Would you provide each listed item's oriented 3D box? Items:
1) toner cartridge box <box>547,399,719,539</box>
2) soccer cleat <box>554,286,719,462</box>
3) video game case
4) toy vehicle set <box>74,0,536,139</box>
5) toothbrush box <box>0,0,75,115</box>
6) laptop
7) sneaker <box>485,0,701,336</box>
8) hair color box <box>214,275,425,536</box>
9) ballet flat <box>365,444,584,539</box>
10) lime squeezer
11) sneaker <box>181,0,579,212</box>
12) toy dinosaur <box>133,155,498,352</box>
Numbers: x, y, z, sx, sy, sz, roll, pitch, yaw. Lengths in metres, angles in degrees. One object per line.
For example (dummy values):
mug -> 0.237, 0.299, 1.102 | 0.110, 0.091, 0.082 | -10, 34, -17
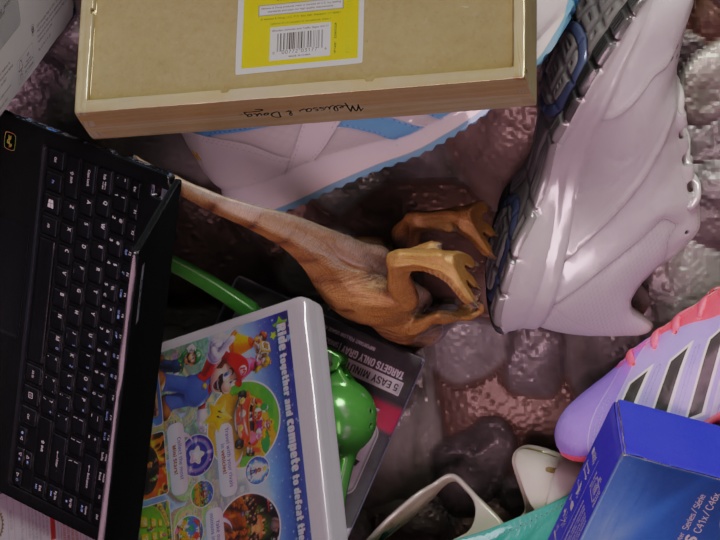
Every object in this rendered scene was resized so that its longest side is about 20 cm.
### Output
toner cartridge box -> 0.127, 0.159, 1.271 | 0.095, 0.043, 0.200 | 15, 122, -10
soccer cleat -> 0.174, 0.029, 1.253 | 0.200, 0.067, 0.077 | -22, 105, 19
video game case -> -0.096, 0.106, 1.229 | 0.200, 0.144, 0.018 | -18, 156, 29
toy vehicle set -> -0.023, -0.125, 1.183 | 0.199, 0.125, 0.027 | -3, 156, 13
toothbrush box -> -0.243, -0.126, 1.210 | 0.199, 0.147, 0.086 | 2, 117, 12
laptop -> -0.140, 0.041, 1.167 | 0.200, 0.103, 0.178 | 21, 110, 37
sneaker -> 0.117, -0.054, 1.226 | 0.087, 0.075, 0.200 | 11, 126, -8
hair color box -> -0.055, 0.115, 1.286 | 0.099, 0.061, 0.201 | 24, 83, -1
ballet flat -> 0.071, 0.124, 1.317 | 0.199, 0.067, 0.071 | -23, 82, 5
lime squeezer -> -0.035, 0.054, 1.253 | 0.071, 0.038, 0.200 | -31, 86, 25
sneaker -> 0.005, -0.094, 1.215 | 0.200, 0.077, 0.081 | -26, 109, 21
toy dinosaur -> 0.000, 0.000, 1.218 | 0.106, 0.061, 0.200 | -19, 146, 28
